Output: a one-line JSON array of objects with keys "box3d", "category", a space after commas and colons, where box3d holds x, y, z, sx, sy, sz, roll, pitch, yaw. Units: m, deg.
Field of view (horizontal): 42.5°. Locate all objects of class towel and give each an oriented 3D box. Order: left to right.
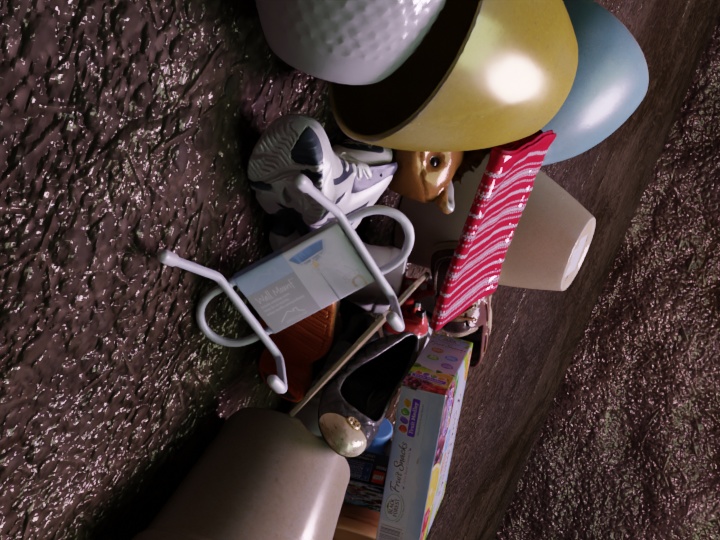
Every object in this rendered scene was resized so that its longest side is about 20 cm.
[{"box3d": [0.135, -0.044, 0.940, 0.144, 0.022, 0.202, -27, 140, -56], "category": "towel"}]

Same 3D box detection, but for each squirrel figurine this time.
[{"box3d": [0.086, -0.135, 0.904, 0.200, 0.140, 0.188, 83, 31, -65], "category": "squirrel figurine"}]

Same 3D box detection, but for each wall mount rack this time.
[{"box3d": [-0.056, 0.003, 0.721, 0.199, 0.075, 0.174, -28, 123, 10], "category": "wall mount rack"}]

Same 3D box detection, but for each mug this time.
[{"box3d": [0.001, -0.237, 0.636, 0.201, 0.146, 0.177, -88, -167, -57], "category": "mug"}]

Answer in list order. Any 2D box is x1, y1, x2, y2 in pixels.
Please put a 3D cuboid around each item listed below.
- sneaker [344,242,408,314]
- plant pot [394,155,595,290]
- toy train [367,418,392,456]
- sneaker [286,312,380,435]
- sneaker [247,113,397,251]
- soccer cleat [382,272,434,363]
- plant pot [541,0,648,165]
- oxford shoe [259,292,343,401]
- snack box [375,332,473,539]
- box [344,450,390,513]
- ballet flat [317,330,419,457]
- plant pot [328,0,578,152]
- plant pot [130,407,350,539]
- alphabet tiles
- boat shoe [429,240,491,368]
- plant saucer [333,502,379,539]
[{"box3d": [0.000, 0.000, 0.980, 0.200, 0.084, 0.074, 108, -6, -81], "category": "sneaker"}, {"box3d": [0.172, -0.059, 1.116, 0.188, 0.199, 0.188, -50, 154, -34], "category": "plant pot"}, {"box3d": [0.005, 0.269, 1.189, 0.085, 0.115, 0.202, -37, 145, -49], "category": "toy train"}, {"box3d": [-0.035, 0.123, 1.022, 0.201, 0.070, 0.081, -54, 151, -43], "category": "sneaker"}, {"box3d": [-0.024, -0.092, 0.789, 0.130, 0.079, 0.200, -56, 157, -25], "category": "sneaker"}, {"box3d": [0.055, 0.060, 1.096, 0.200, 0.068, 0.086, -71, 169, -72], "category": "soccer cleat"}, {"box3d": [0.201, -0.198, 1.042, 0.135, 0.199, 0.201, -53, 156, -17], "category": "plant pot"}, {"box3d": [-0.050, 0.048, 0.872, 0.073, 0.071, 0.201, -51, 172, -33], "category": "oxford shoe"}, {"box3d": [0.068, 0.187, 0.991, 0.142, 0.052, 0.202, -48, 148, -66], "category": "snack box"}, {"box3d": [-0.022, 0.255, 1.079, 0.201, 0.135, 0.040, 77, 28, -57], "category": "box"}, {"box3d": [0.008, 0.113, 0.910, 0.057, 0.066, 0.200, -44, -175, 29], "category": "ballet flat"}, {"box3d": [0.087, -0.175, 0.731, 0.141, 0.200, 0.202, 18, 99, -32], "category": "plant pot"}, {"box3d": [-0.102, 0.235, 0.844, 0.202, 0.198, 0.184, 87, 23, -50], "category": "plant pot"}, {"box3d": [0.002, 0.067, 0.891, 0.167, 0.006, 0.200, -47, 176, 10], "category": "alphabet tiles"}, {"box3d": [0.119, 0.045, 1.078, 0.201, 0.071, 0.073, 75, 19, -52], "category": "boat shoe"}, {"box3d": [-0.015, 0.317, 1.100, 0.201, 0.198, 0.038, 78, 25, -57], "category": "plant saucer"}]
